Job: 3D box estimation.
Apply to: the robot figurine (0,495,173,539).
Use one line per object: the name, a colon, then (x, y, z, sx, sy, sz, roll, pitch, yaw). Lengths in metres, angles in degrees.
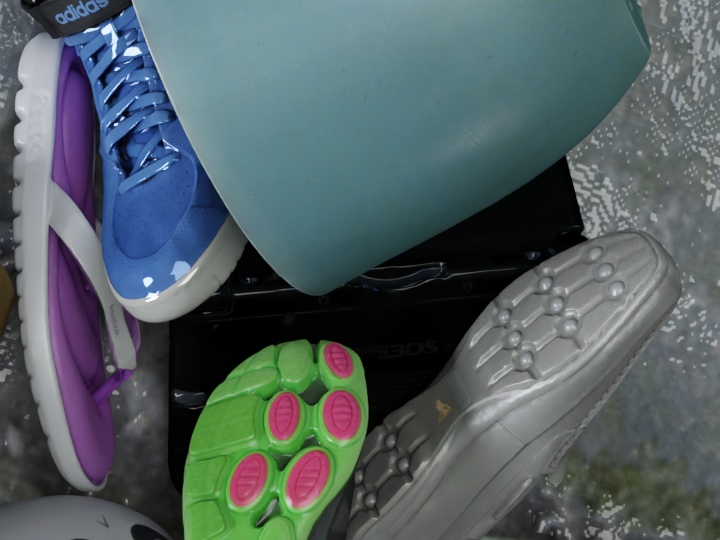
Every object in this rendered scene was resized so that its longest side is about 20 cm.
robot figurine: (-0.124, 0.197, 0.773, 0.124, 0.150, 0.201, -4, 92, -2)

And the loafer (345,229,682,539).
loafer: (0.070, 0.062, 0.814, 0.070, 0.070, 0.200, 31, 114, -36)

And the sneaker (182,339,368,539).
sneaker: (-0.039, 0.123, 0.768, 0.076, 0.084, 0.201, 8, 68, 6)

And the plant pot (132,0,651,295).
plant pot: (0.020, -0.112, 0.719, 0.160, 0.201, 0.201, -21, 97, 13)

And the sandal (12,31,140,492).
sandal: (-0.117, -0.005, 0.792, 0.050, 0.082, 0.204, -5, 91, 10)

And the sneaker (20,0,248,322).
sneaker: (-0.097, -0.081, 0.747, 0.111, 0.076, 0.201, 46, 36, -41)

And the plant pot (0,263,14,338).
plant pot: (-0.236, 0.057, 0.730, 0.186, 0.186, 0.200, 44, 66, -11)

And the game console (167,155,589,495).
game console: (0.000, 0.000, 0.861, 0.199, 0.117, 0.177, -5, 122, -14)
